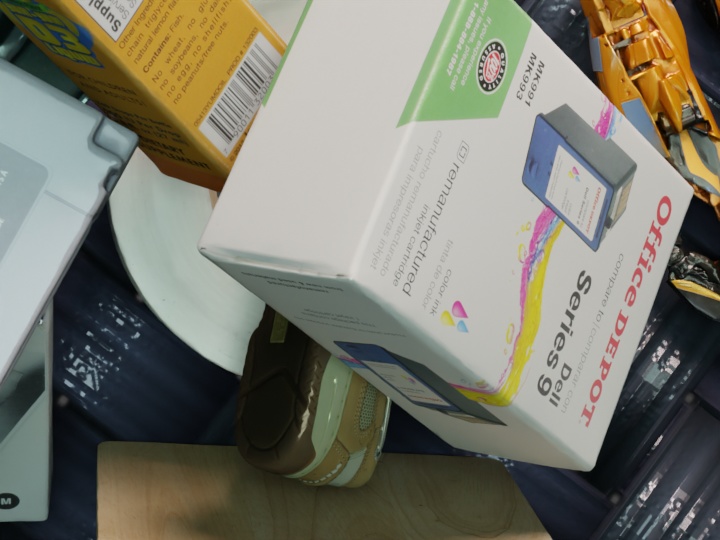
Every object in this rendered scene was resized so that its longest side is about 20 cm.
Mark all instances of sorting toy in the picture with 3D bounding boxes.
[{"bbox_3d":[-0.021,0.139,1.078,0.199,0.200,0.070,3,100,-7],"label":"sorting toy"}]

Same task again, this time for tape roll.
[{"bbox_3d":[-0.022,-0.044,1.137,0.202,0.071,0.202,0,91,-6],"label":"tape roll"}]

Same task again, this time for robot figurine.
[{"bbox_3d":[0.186,-0.074,1.167,0.145,0.058,0.200,-25,93,-5],"label":"robot figurine"}]

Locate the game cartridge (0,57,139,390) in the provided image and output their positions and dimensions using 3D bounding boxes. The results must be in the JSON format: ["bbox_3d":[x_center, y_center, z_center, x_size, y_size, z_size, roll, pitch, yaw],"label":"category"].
[{"bbox_3d":[-0.196,-0.001,0.989,0.133,0.040,0.200,30,81,-7],"label":"game cartridge"}]

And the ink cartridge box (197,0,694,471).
[{"bbox_3d":[0.044,-0.021,1.011,0.200,0.087,0.145,41,66,-47],"label":"ink cartridge box"}]

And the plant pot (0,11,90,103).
[{"bbox_3d":[-0.200,-0.140,1.083,0.200,0.134,0.200,0,91,-7],"label":"plant pot"}]

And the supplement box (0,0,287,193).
[{"bbox_3d":[-0.099,-0.111,0.976,0.069,0.067,0.200,-57,137,-15],"label":"supplement box"}]

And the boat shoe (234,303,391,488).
[{"bbox_3d":[0.000,0.000,1.079,0.076,0.072,0.200,21,81,-39],"label":"boat shoe"}]

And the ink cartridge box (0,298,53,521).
[{"bbox_3d":[-0.237,0.040,1.065,0.200,0.041,0.200,-1,135,-6],"label":"ink cartridge box"}]
